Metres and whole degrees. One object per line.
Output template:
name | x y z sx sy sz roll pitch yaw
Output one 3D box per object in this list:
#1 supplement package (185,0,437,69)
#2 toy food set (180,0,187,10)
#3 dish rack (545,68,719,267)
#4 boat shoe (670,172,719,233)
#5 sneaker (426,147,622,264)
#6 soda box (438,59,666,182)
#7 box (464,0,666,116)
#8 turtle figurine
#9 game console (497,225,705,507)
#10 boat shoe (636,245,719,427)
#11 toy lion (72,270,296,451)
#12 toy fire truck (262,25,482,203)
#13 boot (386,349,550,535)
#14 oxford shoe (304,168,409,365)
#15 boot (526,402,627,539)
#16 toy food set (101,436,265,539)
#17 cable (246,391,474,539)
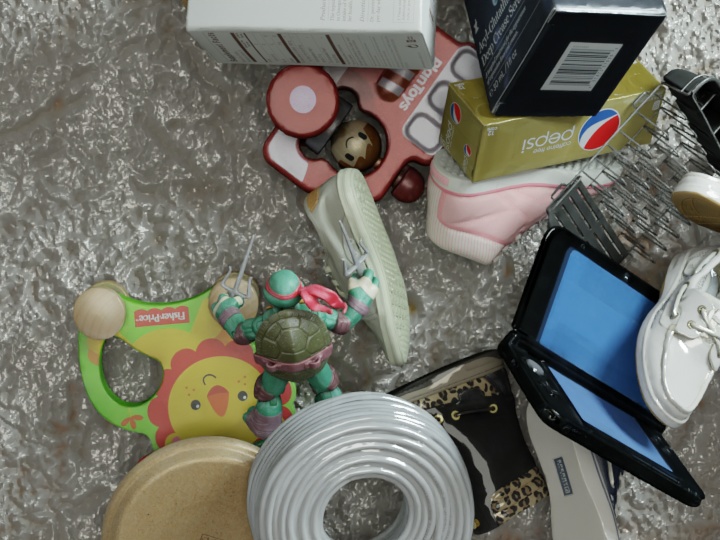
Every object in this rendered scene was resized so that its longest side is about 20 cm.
supplement package | -0.036 -0.241 1.252 0.197 0.117 0.119 3 84 9
toy food set | -0.098 -0.308 1.369 0.196 0.049 0.203 -16 89 24
dish rack | 0.262 -0.075 1.358 0.200 0.055 0.153 -46 134 -2
boat shoe | 0.362 -0.064 1.365 0.198 0.070 0.070 18 84 -35
sneaker | 0.147 -0.066 1.392 0.198 0.076 0.106 -8 129 -24
soda box | 0.173 -0.141 1.346 0.198 0.065 0.068 -14 46 -24
box | 0.163 -0.256 1.271 0.106 0.149 0.202 -1 62 -18
turtle figurine | -0.061 0.053 1.290 0.147 0.101 0.202 3 126 7
game console | 0.230 0.083 1.299 0.199 0.176 0.117 30 106 -27
boat shoe | 0.296 0.047 1.307 0.071 0.069 0.201 41 47 -20
toy lion | -0.159 0.103 1.382 0.197 0.069 0.195 -4 96 -3
toy fire truck | 0.012 -0.151 1.364 0.167 0.112 0.201 35 89 0
boot | 0.069 0.177 1.378 0.198 0.073 0.152 -26 89 -7
oxford shoe | 0.000 0.000 1.351 0.057 0.076 0.202 -13 121 14
boot | 0.219 0.200 1.364 0.090 0.072 0.203 -9 85 -41
toy food set | -0.137 0.244 1.357 0.195 0.049 0.203 3 105 -10
cable | 0.001 0.208 1.297 0.197 0.069 0.203 -8 108 -6
